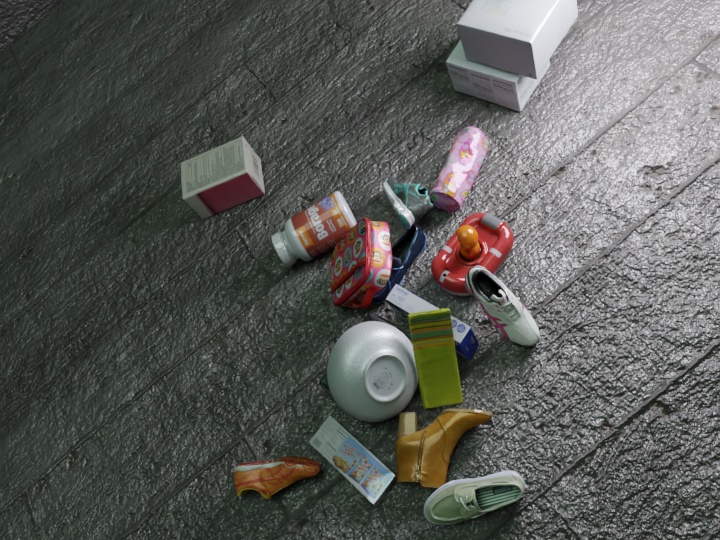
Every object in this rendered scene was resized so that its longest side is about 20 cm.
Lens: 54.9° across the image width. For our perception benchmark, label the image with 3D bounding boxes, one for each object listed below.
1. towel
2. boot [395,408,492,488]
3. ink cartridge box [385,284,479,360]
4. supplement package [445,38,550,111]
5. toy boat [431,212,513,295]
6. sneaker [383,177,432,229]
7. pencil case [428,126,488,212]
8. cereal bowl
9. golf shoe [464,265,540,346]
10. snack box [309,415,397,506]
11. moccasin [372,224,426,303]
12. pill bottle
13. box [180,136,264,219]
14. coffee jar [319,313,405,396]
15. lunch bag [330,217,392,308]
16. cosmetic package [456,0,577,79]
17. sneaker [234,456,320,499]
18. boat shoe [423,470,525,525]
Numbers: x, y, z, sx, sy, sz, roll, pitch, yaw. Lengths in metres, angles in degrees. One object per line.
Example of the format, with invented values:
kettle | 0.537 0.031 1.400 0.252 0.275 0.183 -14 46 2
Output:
towel | 0.150 0.177 1.379 0.084 0.204 0.018 -9 15 7
boot | 0.164 0.348 1.349 0.197 0.071 0.147 -8 69 16
ink cartridge box | 0.151 0.108 1.459 0.198 0.094 0.045 30 76 32
supplement package | 0.340 -0.510 1.706 0.198 0.111 0.157 27 76 31
toy boat | 0.233 -0.048 1.487 0.130 0.131 0.201 33 79 33
sneaker | 0.114 -0.170 1.615 0.090 0.078 0.201 -31 34 5
pencil case | 0.232 -0.238 1.623 0.086 0.088 0.203 15 69 28
cereal bowl | 0.036 0.207 1.387 0.202 0.199 0.083 -54 21 -12
golf shoe | 0.284 0.076 1.393 0.073 0.092 0.200 -44 84 1
snack box | -0.017 0.387 1.420 0.199 0.024 0.072 35 79 33
moccasin | 0.071 -0.022 1.579 0.080 0.068 0.202 25 75 31
pill bottle | -0.111 -0.095 1.668 0.197 0.112 0.113 -30 56 5
box | -0.370 -0.247 1.861 0.196 0.109 0.130 -20 57 12
coffee jar | 0.007 0.192 1.476 0.104 0.085 0.201 25 75 47
lunch bag | 0.000 0.000 1.533 0.080 0.200 0.180 11 62 -23
cosmetic package | 0.361 -0.576 1.593 0.197 0.123 0.202 27 77 31
sneaker | -0.170 0.432 1.446 0.196 0.073 0.079 -13 80 20
boat shoe | 0.207 0.417 1.276 0.197 0.062 0.073 -23 80 9
